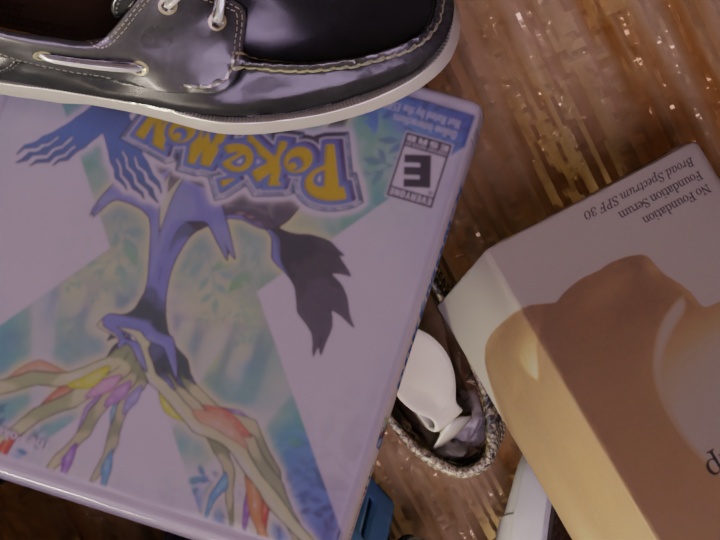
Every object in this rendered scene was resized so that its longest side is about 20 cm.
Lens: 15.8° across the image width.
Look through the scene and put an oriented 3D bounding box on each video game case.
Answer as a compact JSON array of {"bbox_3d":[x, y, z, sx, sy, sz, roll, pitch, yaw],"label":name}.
[{"bbox_3d":[-0.075,-0.002,0.951,0.199,0.022,0.183,16,78,9],"label":"video game case"}]

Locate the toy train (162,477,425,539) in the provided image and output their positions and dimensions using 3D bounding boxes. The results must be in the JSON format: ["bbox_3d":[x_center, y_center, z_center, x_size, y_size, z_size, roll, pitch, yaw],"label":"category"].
[{"bbox_3d":[-0.059,0.153,1.080,0.200,0.087,0.114,-36,102,19],"label":"toy train"}]

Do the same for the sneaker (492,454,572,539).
[{"bbox_3d":[0.053,0.156,1.085,0.084,0.073,0.201,15,104,32],"label":"sneaker"}]

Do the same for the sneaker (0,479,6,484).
[{"bbox_3d":[-0.126,0.038,1.003,0.199,0.088,0.074,-13,122,19],"label":"sneaker"}]

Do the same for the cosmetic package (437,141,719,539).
[{"bbox_3d":[0.126,0.066,0.966,0.105,0.071,0.201,-28,81,-21],"label":"cosmetic package"}]

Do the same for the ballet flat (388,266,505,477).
[{"bbox_3d":[0.000,0.000,1.003,0.068,0.075,0.200,-33,111,5],"label":"ballet flat"}]

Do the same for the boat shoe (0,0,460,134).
[{"bbox_3d":[-0.064,-0.094,0.928,0.199,0.072,0.068,4,157,3],"label":"boat shoe"}]
